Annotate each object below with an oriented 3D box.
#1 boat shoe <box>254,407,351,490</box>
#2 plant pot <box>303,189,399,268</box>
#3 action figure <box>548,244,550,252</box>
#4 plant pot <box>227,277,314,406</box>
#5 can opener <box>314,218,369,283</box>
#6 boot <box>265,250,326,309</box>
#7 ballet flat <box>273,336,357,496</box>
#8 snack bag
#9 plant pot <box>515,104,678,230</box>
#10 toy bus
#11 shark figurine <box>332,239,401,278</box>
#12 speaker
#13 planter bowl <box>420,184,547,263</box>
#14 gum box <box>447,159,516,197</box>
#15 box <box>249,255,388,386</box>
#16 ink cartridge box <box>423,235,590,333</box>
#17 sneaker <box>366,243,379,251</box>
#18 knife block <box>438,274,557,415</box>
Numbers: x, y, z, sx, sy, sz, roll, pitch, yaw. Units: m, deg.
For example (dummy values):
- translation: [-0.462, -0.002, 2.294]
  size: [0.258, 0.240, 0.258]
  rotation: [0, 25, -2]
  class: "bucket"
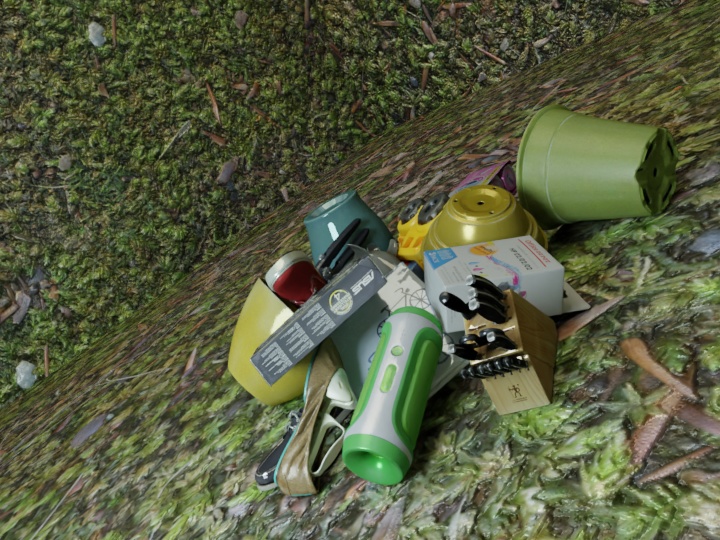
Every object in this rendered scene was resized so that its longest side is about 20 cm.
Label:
- translation: [-0.082, 0.213, 0.870]
  size: [0.072, 0.064, 0.199]
  rotation: [-9, 27, 51]
  class: "boat shoe"
- translation: [-0.025, -0.058, 1.352]
  size: [0.196, 0.191, 0.201]
  rotation: [-27, 17, 9]
  class: "plant pot"
- translation: [0.207, 0.001, 0.987]
  size: [0.199, 0.070, 0.129]
  rotation: [-41, 26, -21]
  class: "action figure"
- translation: [-0.134, 0.133, 1.027]
  size: [0.143, 0.199, 0.200]
  rotation: [-50, 18, -3]
  class: "plant pot"
- translation: [-0.046, -0.026, 1.213]
  size: [0.078, 0.063, 0.202]
  rotation: [-10, 42, 52]
  class: "can opener"
- translation: [-0.065, 0.053, 0.979]
  size: [0.072, 0.145, 0.200]
  rotation: [-41, -18, 4]
  class: "boot"
- translation: [-0.046, 0.186, 0.797]
  size: [0.070, 0.068, 0.204]
  rotation: [7, 63, 25]
  class: "ballet flat"
- translation: [0.046, 0.099, 0.867]
  size: [0.187, 0.022, 0.200]
  rotation: [-40, 49, -9]
  class: "snack bag"
- translation: [0.374, -0.156, 0.973]
  size: [0.199, 0.204, 0.188]
  rotation: [-37, 29, -26]
  class: "plant pot"
- translation: [0.114, -0.022, 1.142]
  size: [0.193, 0.136, 0.199]
  rotation: [-51, 19, -14]
  class: "toy bus"
- translation: [-0.013, -0.005, 1.100]
  size: [0.211, 0.089, 0.131]
  rotation: [-23, 45, 32]
  class: "shark figurine"
- translation: [0.043, 0.142, 0.748]
  size: [0.087, 0.089, 0.203]
  rotation: [-17, 36, 38]
  class: "speaker"
- translation: [0.183, -0.071, 0.951]
  size: [0.194, 0.085, 0.203]
  rotation: [-8, 38, 6]
  class: "planter bowl"
- translation: [0.258, -0.160, 1.368]
  size: [0.112, 0.067, 0.200]
  rotation: [-15, 22, 45]
  class: "gum box"
- translation: [-0.059, 0.063, 0.853]
  size: [0.199, 0.049, 0.161]
  rotation: [-41, 1, -7]
  class: "box"
- translation: [0.190, 0.011, 0.826]
  size: [0.194, 0.070, 0.116]
  rotation: [-8, 25, -6]
  class: "ink cartridge box"
- translation: [0.001, 0.059, 1.182]
  size: [0.203, 0.086, 0.075]
  rotation: [-56, 27, -3]
  class: "sneaker"
- translation: [0.155, 0.057, 0.701]
  size: [0.063, 0.179, 0.201]
  rotation: [-18, 19, 29]
  class: "knife block"
